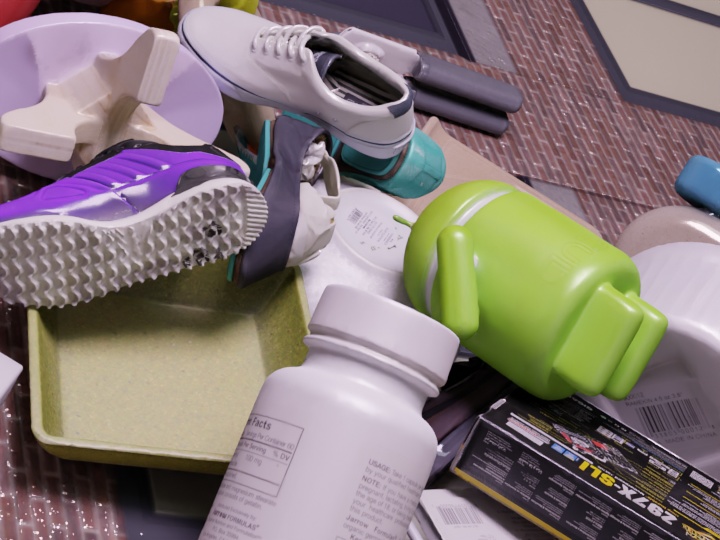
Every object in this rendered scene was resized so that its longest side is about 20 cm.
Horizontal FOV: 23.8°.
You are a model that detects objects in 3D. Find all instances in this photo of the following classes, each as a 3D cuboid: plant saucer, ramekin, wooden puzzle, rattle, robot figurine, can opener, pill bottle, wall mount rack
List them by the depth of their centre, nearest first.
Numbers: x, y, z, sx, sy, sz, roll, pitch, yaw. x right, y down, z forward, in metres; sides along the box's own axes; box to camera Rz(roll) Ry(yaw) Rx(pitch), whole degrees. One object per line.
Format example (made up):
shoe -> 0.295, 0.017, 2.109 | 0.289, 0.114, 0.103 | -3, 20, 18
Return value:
pill bottle -> -0.018, 0.117, 1.015 | 0.114, 0.201, 0.114 | 22, -10, 4
wall mount rack -> 0.083, 0.210, 1.110 | 0.199, 0.075, 0.174 | 4, 40, -35
plant saucer -> -0.126, 0.064, 1.129 | 0.199, 0.048, 0.201 | 9, 40, -20
robot figurine -> 0.113, 0.012, 1.193 | 0.200, 0.116, 0.175 | 35, 13, 31
ramekin -> 0.246, 0.090, 1.280 | 0.200, 0.201, 0.098 | 38, 43, 9
rattle -> -0.137, -0.137, 1.393 | 0.130, 0.142, 0.201 | -18, 96, -84
wooden puzzle -> 0.112, -0.031, 1.466 | 0.200, 0.037, 0.185 | 36, 34, -2
can opener -> 0.057, -0.183, 1.589 | 0.199, 0.053, 0.067 | 18, 36, -20

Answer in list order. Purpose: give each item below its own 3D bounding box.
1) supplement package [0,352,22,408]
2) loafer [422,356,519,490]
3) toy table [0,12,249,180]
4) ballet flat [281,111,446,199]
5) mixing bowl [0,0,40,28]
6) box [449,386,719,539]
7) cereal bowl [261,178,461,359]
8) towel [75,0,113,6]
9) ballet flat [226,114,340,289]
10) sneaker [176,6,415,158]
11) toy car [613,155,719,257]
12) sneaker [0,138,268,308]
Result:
supplement package -> -0.281, 0.113, 0.901 | 0.109, 0.114, 0.200 | 31, 33, -4
loafer -> 0.076, 0.090, 1.249 | 0.063, 0.072, 0.200 | 43, 38, 8
toy table -> -0.176, -0.103, 1.213 | 0.199, 0.185, 0.117 | -3, 30, -25
ballet flat -> 0.004, -0.097, 1.397 | 0.070, 0.068, 0.200 | 27, 1, -34
mixing bowl -> -0.320, -0.210, 1.239 | 0.199, 0.200, 0.109 | 16, 80, -23
box -> 0.174, 0.150, 1.151 | 0.199, 0.050, 0.160 | 31, 18, 13
cereal bowl -> 0.000, 0.000, 1.292 | 0.199, 0.083, 0.201 | 21, 37, -17
towel -> -0.247, -0.257, 1.346 | 0.190, 0.200, 0.032 | 9, 82, -27
ballet flat -> -0.048, -0.050, 1.213 | 0.073, 0.073, 0.200 | 25, 30, -10
sneaker -> -0.045, -0.158, 1.286 | 0.199, 0.071, 0.073 | 24, 57, 6
toy car -> 0.300, 0.032, 1.458 | 0.176, 0.185, 0.200 | 34, 0, 17
sneaker -> -0.169, -0.040, 1.120 | 0.199, 0.070, 0.100 | -11, 40, -16
